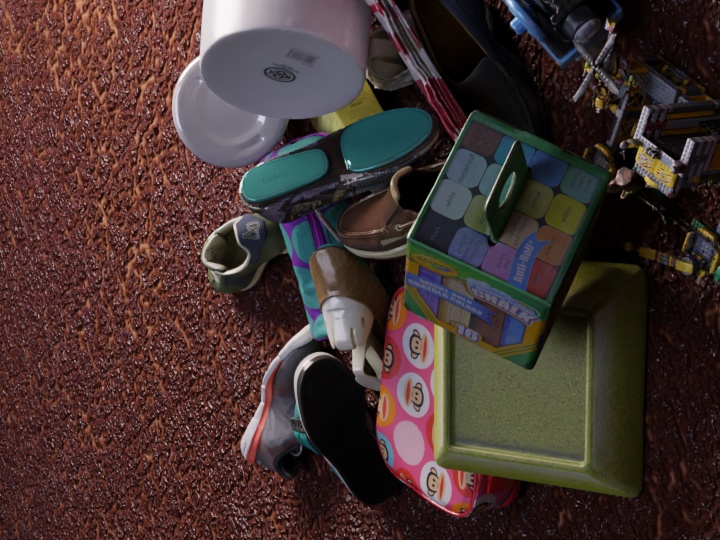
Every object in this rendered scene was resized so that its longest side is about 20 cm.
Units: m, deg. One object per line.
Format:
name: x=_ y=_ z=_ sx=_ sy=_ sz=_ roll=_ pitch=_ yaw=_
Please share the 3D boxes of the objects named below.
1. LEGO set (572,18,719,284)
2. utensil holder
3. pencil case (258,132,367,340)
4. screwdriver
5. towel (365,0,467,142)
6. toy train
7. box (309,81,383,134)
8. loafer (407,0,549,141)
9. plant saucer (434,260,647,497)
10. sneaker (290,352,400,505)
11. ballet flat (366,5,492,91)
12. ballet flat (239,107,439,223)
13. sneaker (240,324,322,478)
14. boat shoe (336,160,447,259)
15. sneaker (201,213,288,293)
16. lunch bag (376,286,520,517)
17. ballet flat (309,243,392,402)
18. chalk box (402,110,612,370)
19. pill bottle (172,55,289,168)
LEGO set: x=0.220 y=-0.084 z=1.282 sx=0.201 sy=0.115 sz=0.155 roll=53 pitch=136 yaw=36
utensil holder: x=-0.067 y=-0.269 z=1.569 sx=0.170 sy=0.168 sz=0.202 roll=-34 pitch=46 yaw=53
pencil case: x=-0.037 y=-0.032 z=1.652 sx=0.093 sy=0.084 sz=0.202 roll=-101 pitch=-6 yaw=-65
screwdriver: x=0.000 y=0.000 z=1.588 sx=0.028 sy=0.200 sz=0.029 roll=13 pitch=71 yaw=35
towel: x=0.040 y=-0.190 z=1.447 sx=0.201 sy=0.023 sz=0.144 roll=57 pitch=-177 yaw=-9
toy train: x=0.139 y=-0.251 z=1.374 sx=0.087 sy=0.114 sz=0.201 roll=-42 pitch=64 yaw=9
box: x=-0.033 y=-0.190 z=1.681 sx=0.201 sy=0.050 sz=0.076 roll=60 pitch=160 yaw=28
loafer: x=0.095 y=-0.171 z=1.437 sx=0.072 sy=0.072 sz=0.201 roll=-28 pitch=101 yaw=32
plant saucer: x=0.143 y=0.091 z=1.420 sx=0.198 sy=0.048 sz=0.202 roll=5 pitch=102 yaw=28
sneaker: x=-0.032 y=0.138 z=1.691 sx=0.121 sy=0.083 sz=0.201 roll=43 pitch=162 yaw=51
ballet flat: x=0.045 y=-0.218 z=1.563 sx=0.199 sy=0.071 sz=0.073 roll=-17 pitch=82 yaw=56
ballet flat: x=-0.013 y=-0.094 z=1.539 sx=0.198 sy=0.072 sz=0.073 roll=-19 pitch=78 yaw=13
sneaker: x=-0.064 y=0.145 z=1.812 sx=0.081 sy=0.077 sz=0.201 roll=33 pitch=128 yaw=16
boat shoe: x=0.050 y=-0.066 z=1.474 sx=0.201 sy=0.075 sz=0.075 roll=-14 pitch=50 yaw=37
sneaker: x=-0.144 y=-0.021 z=1.858 sx=0.200 sy=0.089 sz=0.068 roll=-31 pitch=72 yaw=54
lunch bag: x=0.095 y=0.121 z=1.540 sx=0.176 sy=0.081 sz=0.203 roll=28 pitch=119 yaw=50
ballet flat: x=0.001 y=0.062 z=1.592 sx=0.067 sy=0.073 sz=0.201 roll=-3 pitch=140 yaw=23
chalk box: x=0.113 y=-0.029 z=1.284 sx=0.123 sy=0.125 sz=0.200 roll=26 pitch=162 yaw=8
pill bottle: x=-0.130 y=-0.173 z=1.724 sx=0.200 sy=0.118 sz=0.121 roll=-104 pitch=11 yaw=-83
